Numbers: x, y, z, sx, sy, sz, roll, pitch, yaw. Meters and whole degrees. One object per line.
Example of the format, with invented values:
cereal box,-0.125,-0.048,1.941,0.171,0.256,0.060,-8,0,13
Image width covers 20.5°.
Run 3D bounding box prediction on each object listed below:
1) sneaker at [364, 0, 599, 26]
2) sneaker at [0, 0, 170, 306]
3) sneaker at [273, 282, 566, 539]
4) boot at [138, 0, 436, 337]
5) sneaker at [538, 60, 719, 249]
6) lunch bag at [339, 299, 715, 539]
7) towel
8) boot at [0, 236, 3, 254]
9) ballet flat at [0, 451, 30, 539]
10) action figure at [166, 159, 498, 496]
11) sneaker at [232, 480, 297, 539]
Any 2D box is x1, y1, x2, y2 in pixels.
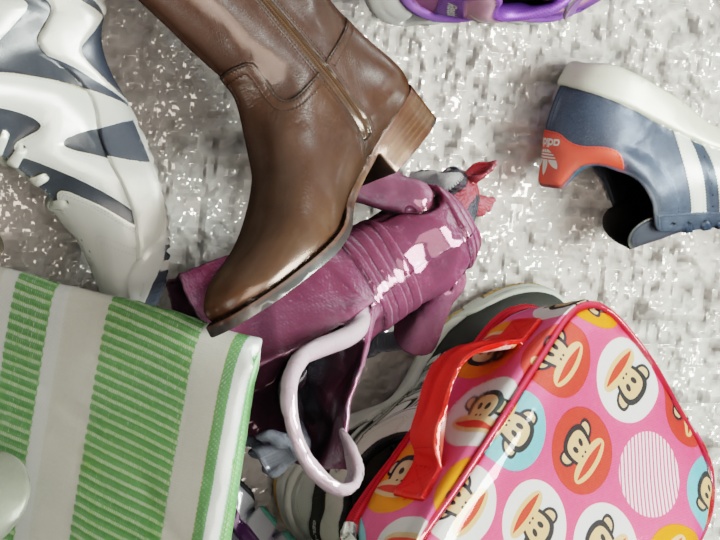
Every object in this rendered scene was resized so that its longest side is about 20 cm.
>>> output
sneaker,0.095,-0.161,1.019,0.199,0.088,0.081,-15,108,-42
sneaker,-0.173,-0.062,0.951,0.129,0.079,0.201,-18,107,-17
sneaker,0.049,0.087,1.070,0.200,0.088,0.076,-40,111,-13
boot,-0.074,-0.094,0.922,0.200,0.064,0.187,50,48,-15
sneaker,0.186,-0.042,1.113,0.199,0.075,0.085,23,89,-15
lunch bag,0.082,0.115,0.997,0.200,0.082,0.177,-51,118,-29
towel,-0.148,0.081,0.952,0.198,0.023,0.154,12,97,20
boot,-0.268,-0.025,0.927,0.198,0.074,0.076,19,106,-14
ballet flat,-0.250,0.121,0.905,0.198,0.068,0.064,-19,143,0
action figure,0.000,0.000,0.997,0.199,0.149,0.135,-37,112,-18
sneaker,-0.051,0.183,1.024,0.200,0.074,0.088,42,70,7
